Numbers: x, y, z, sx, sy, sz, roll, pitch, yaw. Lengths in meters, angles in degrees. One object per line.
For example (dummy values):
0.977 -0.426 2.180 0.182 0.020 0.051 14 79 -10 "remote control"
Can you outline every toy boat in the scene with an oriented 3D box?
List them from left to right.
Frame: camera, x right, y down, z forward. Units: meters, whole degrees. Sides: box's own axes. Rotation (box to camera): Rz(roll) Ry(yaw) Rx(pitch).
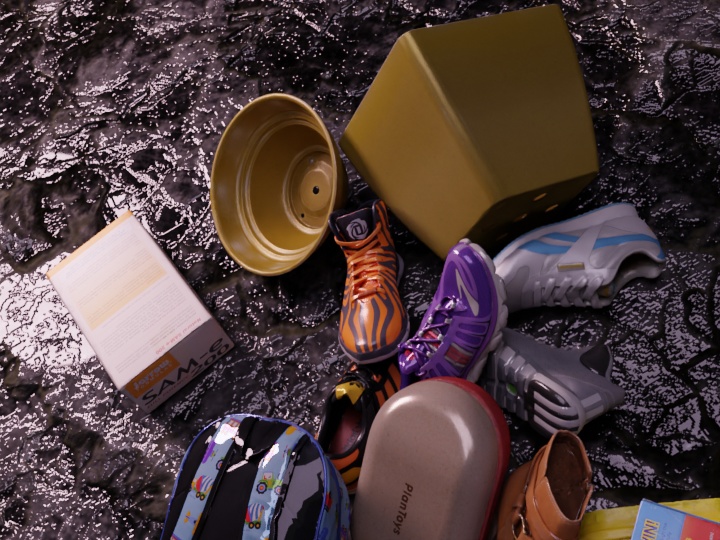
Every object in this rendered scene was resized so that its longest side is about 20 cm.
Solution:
0.079 0.193 0.951 0.130 0.130 0.201 25 112 32 "toy boat"

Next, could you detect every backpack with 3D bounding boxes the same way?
-0.090 0.240 0.938 0.182 0.134 0.201 4 73 32 "backpack"

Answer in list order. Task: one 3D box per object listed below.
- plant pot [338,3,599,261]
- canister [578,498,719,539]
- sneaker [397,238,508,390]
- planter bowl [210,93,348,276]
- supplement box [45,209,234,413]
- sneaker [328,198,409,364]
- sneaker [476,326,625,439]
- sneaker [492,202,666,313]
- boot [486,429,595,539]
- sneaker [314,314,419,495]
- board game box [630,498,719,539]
0.125 -0.128 1.056 0.199 0.200 0.177 -17 71 -28 "plant pot"
0.261 0.301 0.848 0.148 0.087 0.201 -8 60 11 "canister"
0.079 0.068 0.979 0.083 0.201 0.081 -2 26 -33 "sneaker"
-0.074 -0.094 1.163 0.200 0.083 0.202 -1 88 42 "planter bowl"
-0.251 0.044 1.166 0.126 0.074 0.200 -38 57 -6 "supplement box"
0.000 0.000 1.051 0.077 0.112 0.200 -14 34 8 "sneaker"
0.180 0.092 1.016 0.115 0.075 0.200 -17 34 -26 "sneaker"
0.209 0.001 1.031 0.199 0.077 0.081 -24 53 -8 "sneaker"
0.152 0.246 0.857 0.073 0.155 0.201 6 49 -14 "boot"
0.009 0.120 1.029 0.070 0.090 0.201 13 65 24 "sneaker"
0.280 0.299 0.764 0.195 0.056 0.201 15 67 19 "board game box"
